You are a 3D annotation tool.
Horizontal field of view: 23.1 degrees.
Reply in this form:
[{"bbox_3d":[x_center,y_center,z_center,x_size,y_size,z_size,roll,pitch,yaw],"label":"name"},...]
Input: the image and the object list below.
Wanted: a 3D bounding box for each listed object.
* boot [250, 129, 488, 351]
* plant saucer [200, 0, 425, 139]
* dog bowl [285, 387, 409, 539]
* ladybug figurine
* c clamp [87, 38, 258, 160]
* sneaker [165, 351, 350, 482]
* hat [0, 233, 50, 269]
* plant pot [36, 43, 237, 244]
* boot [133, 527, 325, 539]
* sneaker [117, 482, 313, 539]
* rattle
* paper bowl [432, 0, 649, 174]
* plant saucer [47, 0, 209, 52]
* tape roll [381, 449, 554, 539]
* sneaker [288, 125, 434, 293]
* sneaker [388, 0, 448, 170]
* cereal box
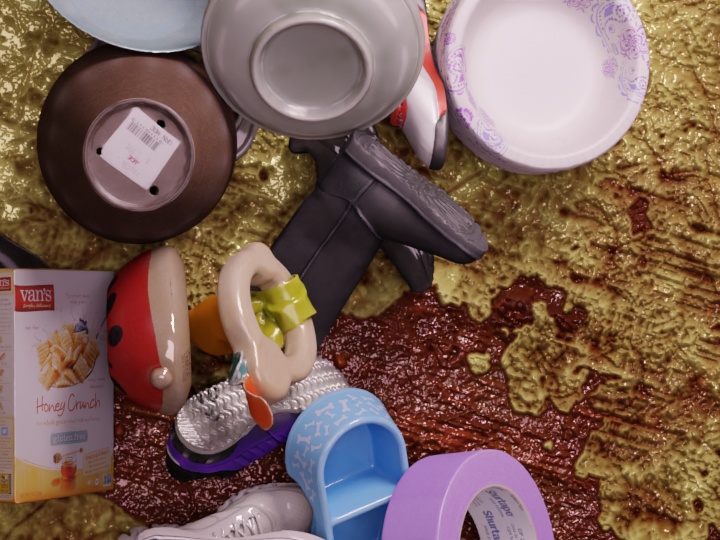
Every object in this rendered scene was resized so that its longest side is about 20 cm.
[{"bbox_3d":[-0.001,-0.001,1.601,0.165,0.066,0.201,40,110,9],"label":"boot"},{"bbox_3d":[-0.042,-0.186,1.530,0.198,0.050,0.202,0,130,0],"label":"plant saucer"},{"bbox_3d":[-0.003,0.209,1.614,0.111,0.049,0.202,-19,116,-24],"label":"dog bowl"},{"bbox_3d":[-0.187,0.053,1.545,0.071,0.200,0.137,-2,110,-7],"label":"ladybug figurine"},{"bbox_3d":[-0.176,-0.194,1.636,0.198,0.027,0.172,23,84,-10],"label":"c clamp"},{"bbox_3d":[-0.101,0.142,1.624,0.199,0.100,0.070,-17,59,-38],"label":"sneaker"},{"bbox_3d":[-0.358,0.049,1.566,0.198,0.081,0.203,0,90,-11],"label":"hat"},{"bbox_3d":[-0.193,-0.107,1.529,0.185,0.200,0.189,-1,96,-7],"label":"plant pot"},{"bbox_3d":[-0.103,0.277,1.531,0.198,0.090,0.073,4,113,-16],"label":"boot"},{"bbox_3d":[-0.128,0.250,1.611,0.198,0.081,0.076,-19,91,-13],"label":"sneaker"},{"bbox_3d":[-0.121,0.076,1.527,0.141,0.201,0.131,-9,131,16],"label":"rattle"},{"bbox_3d":[0.165,-0.192,1.666,0.198,0.104,0.203,0,89,-12],"label":"paper bowl"},{"bbox_3d":[-0.206,-0.265,1.589,0.199,0.039,0.203,11,55,-15],"label":"plant saucer"},{"bbox_3d":[0.102,0.267,1.606,0.199,0.065,0.202,17,68,-50],"label":"tape roll"},{"bbox_3d":[0.002,-0.062,1.655,0.090,0.076,0.201,-29,87,-2],"label":"sneaker"},{"bbox_3d":[0.016,-0.180,1.631,0.107,0.067,0.203,-4,65,-13],"label":"sneaker"},{"bbox_3d":[-0.273,0.099,1.558,0.039,0.143,0.203,0,90,29],"label":"cereal box"}]
